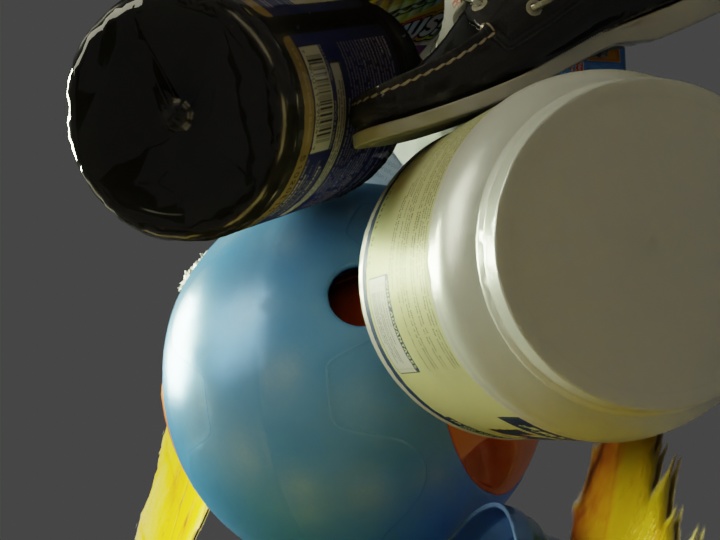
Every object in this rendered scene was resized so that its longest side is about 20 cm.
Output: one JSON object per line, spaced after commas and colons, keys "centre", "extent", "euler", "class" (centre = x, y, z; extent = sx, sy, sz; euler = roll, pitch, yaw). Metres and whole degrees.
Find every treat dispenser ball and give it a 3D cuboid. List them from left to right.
{"centre": [-0.003, 0.056, 1.018], "extent": [0.201, 0.200, 0.201], "euler": [-159, 90, -81], "class": "treat dispenser ball"}

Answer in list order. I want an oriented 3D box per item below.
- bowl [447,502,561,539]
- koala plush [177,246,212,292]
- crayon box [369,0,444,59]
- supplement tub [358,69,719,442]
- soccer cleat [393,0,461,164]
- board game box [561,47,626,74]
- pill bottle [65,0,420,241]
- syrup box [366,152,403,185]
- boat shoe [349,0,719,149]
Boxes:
{"centre": [0.046, 0.206, 0.902], "extent": [0.201, 0.039, 0.201], "euler": [-159, 90, -81], "class": "bowl"}
{"centre": [-0.054, -0.021, 1.597], "extent": [0.200, 0.177, 0.184], "euler": [128, 151, -49], "class": "koala plush"}
{"centre": [0.007, -0.153, 1.133], "extent": [0.200, 0.058, 0.173], "euler": [-27, -18, -36], "class": "crayon box"}
{"centre": [0.086, -0.002, 0.812], "extent": [0.200, 0.145, 0.145], "euler": [160, 131, -78], "class": "supplement tub"}
{"centre": [0.067, -0.104, 1.001], "extent": [0.085, 0.068, 0.200], "euler": [64, 149, 21], "class": "soccer cleat"}
{"centre": [0.109, -0.105, 1.063], "extent": [0.151, 0.036, 0.200], "euler": [100, 174, -53], "class": "board game box"}
{"centre": [-0.043, -0.081, 0.926], "extent": [0.112, 0.112, 0.200], "euler": [-66, -16, 18], "class": "pill bottle"}
{"centre": [0.000, 0.000, 1.149], "extent": [0.200, 0.081, 0.079], "euler": [-58, 13, 10], "class": "syrup box"}
{"centre": [0.078, -0.113, 0.888], "extent": [0.060, 0.200, 0.074], "euler": [67, 169, -6], "class": "boat shoe"}
